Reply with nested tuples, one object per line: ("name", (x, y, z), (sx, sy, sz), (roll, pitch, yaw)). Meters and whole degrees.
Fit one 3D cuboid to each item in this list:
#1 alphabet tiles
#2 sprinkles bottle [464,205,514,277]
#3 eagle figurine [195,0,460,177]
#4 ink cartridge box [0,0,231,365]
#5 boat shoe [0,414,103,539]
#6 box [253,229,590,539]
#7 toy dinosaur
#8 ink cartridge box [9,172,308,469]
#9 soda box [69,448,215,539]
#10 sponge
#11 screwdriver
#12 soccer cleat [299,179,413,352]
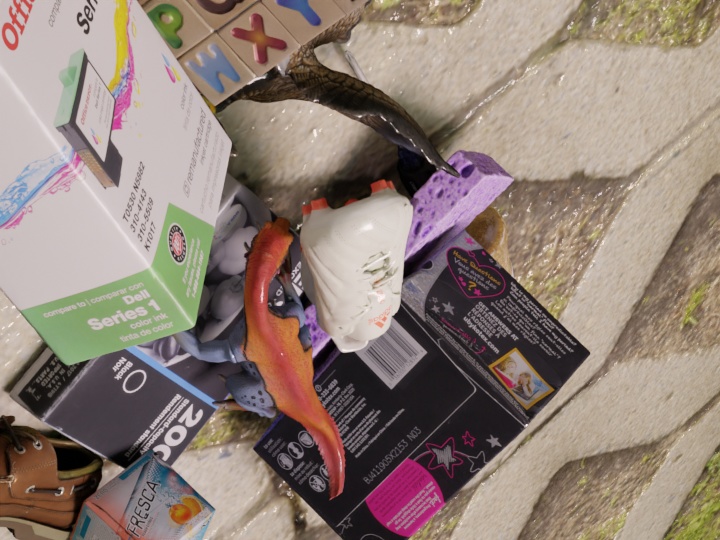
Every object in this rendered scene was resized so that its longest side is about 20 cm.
("alphabet tiles", (-0.060, -0.188, 0.906), (0.200, 0.167, 0.008), (-30, -157, 34))
("sprinkles bottle", (0.091, 0.031, 1.436), (0.068, 0.068, 0.200), (-39, 145, -18))
("eagle figurine", (-0.032, -0.124, 1.092), (0.199, 0.151, 0.152), (-12, 121, -31))
("ink cartridge box", (-0.153, -0.077, 0.909), (0.084, 0.145, 0.200), (-16, 131, 21))
("boat shoe", (-0.228, 0.120, 1.141), (0.068, 0.072, 0.200), (-52, 158, 1))
("box", (0.041, 0.091, 1.299), (0.200, 0.132, 0.115), (-49, 174, 39))
("toy dinosaur", (-0.045, 0.038, 1.130), (0.105, 0.200, 0.181), (-51, -176, -14))
("ink cartridge box", (-0.110, 0.048, 1.233), (0.198, 0.043, 0.200), (-51, 148, -2))
("soda box", (-0.164, 0.211, 1.252), (0.068, 0.064, 0.200), (-37, 162, -41))
("sponge", (0.020, -0.004, 1.288), (0.200, 0.030, 0.112), (-46, 171, 11))
("screwdriver", (0.026, -0.093, 1.268), (0.028, 0.029, 0.200), (-46, 151, -8))
("soccer cleat", (0.000, 0.000, 1.093), (0.069, 0.078, 0.200), (-16, 171, -8))
